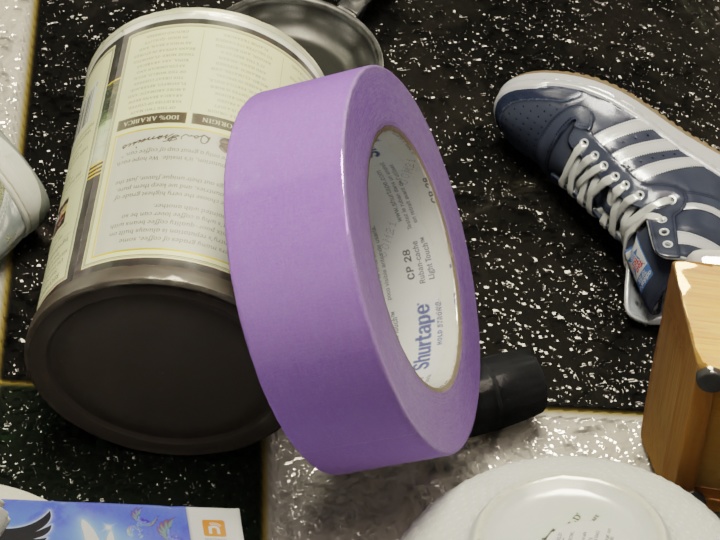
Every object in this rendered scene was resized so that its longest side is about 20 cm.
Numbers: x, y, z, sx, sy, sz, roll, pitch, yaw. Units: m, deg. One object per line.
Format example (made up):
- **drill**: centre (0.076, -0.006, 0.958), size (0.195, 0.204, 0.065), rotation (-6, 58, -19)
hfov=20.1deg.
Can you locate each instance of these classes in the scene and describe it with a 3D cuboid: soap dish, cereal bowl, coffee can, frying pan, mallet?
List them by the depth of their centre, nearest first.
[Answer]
- **cereal bowl**: centre (0.102, 0.161, 1.000), size (0.199, 0.084, 0.201), rotation (-3, 37, 2)
- **soap dish**: centre (0.252, 0.070, 1.068), size (0.199, 0.158, 0.082), rotation (8, 51, 6)
- **coffee can**: centre (-0.094, -0.023, 1.109), size (0.145, 0.147, 0.201), rotation (8, 49, -3)
- **mallet**: centre (0.030, 0.019, 1.172), size (0.066, 0.041, 0.200), rotation (-22, 52, -22)
- **frying pan**: centre (-0.035, -0.157, 1.307), size (0.114, 0.031, 0.191), rotation (14, 46, 2)

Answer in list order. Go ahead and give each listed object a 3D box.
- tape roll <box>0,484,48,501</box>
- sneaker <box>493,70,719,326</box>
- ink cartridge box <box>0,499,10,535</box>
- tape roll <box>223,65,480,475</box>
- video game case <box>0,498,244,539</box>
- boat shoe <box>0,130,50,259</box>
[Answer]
- **tape roll**: centre (-0.202, 0.192, 0.984), size (0.201, 0.037, 0.204), rotation (4, 51, -5)
- **sneaker**: centre (0.155, -0.041, 1.216), size (0.199, 0.070, 0.109), rotation (28, 50, 10)
- **ink cartridge box**: centre (-0.262, 0.144, 0.862), size (0.145, 0.088, 0.200), rotation (20, 70, 48)
- **tape roll**: centre (0.000, 0.000, 1.040), size (0.065, 0.200, 0.201), rotation (-12, 47, 18)
- **video game case**: centre (-0.142, 0.186, 0.926), size (0.199, 0.046, 0.182), rotation (4, 42, -18)
- **boat shoe**: centre (-0.264, -0.086, 1.151), size (0.202, 0.074, 0.065), rotation (49, 61, -10)
